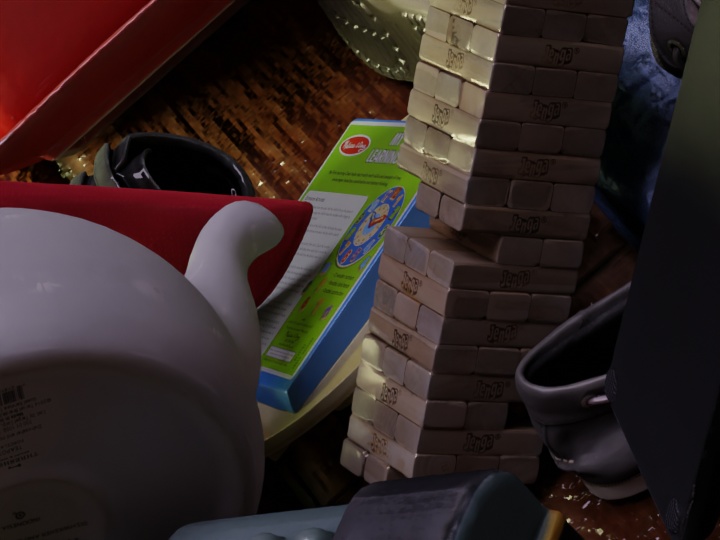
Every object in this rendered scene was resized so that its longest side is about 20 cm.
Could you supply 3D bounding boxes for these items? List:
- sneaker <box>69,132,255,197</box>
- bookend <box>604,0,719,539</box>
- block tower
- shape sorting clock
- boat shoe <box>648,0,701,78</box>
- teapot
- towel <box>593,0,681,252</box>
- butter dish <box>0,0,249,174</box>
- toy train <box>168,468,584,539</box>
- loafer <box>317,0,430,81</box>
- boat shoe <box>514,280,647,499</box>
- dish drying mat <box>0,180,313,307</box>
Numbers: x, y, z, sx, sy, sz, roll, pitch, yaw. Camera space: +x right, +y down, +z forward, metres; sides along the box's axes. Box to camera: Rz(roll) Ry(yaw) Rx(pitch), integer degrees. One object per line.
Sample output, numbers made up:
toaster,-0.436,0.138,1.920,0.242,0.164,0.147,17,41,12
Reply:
sneaker,-0.127,-0.002,1.208,0.200,0.099,0.071,-17,58,-32
bookend,0.199,-0.016,0.931,0.092,0.199,0.200,-109,27,-57
block tower,0.045,-0.018,1.059,0.054,0.058,0.200,29,113,58
shape sorting clock,0.000,0.000,1.185,0.200,0.039,0.200,-47,18,21
boat shoe,0.131,-0.092,1.043,0.066,0.072,0.201,-42,53,16
teapot,-0.140,0.050,1.058,0.197,0.200,0.146,-51,41,18
towel,0.158,-0.094,1.099,0.200,0.049,0.112,-42,64,1
butter dish,-0.140,-0.149,1.403,0.199,0.148,0.200,-41,3,2
toy train,0.002,0.121,0.980,0.200,0.114,0.085,-9,43,42
loafer,0.034,-0.124,1.297,0.068,0.076,0.200,-42,33,-11
boat shoe,0.143,0.004,1.025,0.200,0.057,0.067,-37,31,8
dish drying mat,-0.122,-0.006,1.130,0.077,0.200,0.018,122,144,-46
